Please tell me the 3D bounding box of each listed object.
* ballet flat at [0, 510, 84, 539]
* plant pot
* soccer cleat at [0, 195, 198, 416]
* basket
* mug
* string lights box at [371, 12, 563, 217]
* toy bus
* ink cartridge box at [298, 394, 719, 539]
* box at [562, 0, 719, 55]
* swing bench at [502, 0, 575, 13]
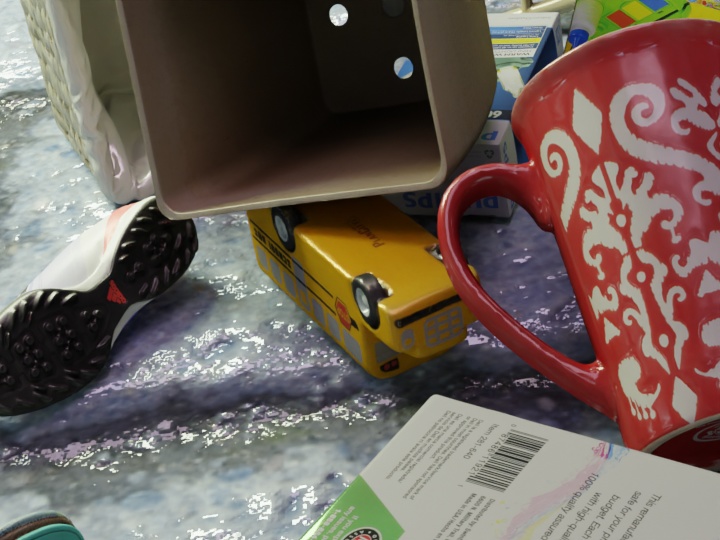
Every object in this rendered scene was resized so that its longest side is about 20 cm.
[{"bbox_3d":[-0.209,0.182,0.784,0.074,0.075,0.200,8,35,27],"label":"ballet flat"},{"bbox_3d":[-0.017,-0.156,1.034,0.198,0.202,0.177,-6,11,28],"label":"plant pot"},{"bbox_3d":[-0.182,0.025,1.041,0.073,0.069,0.200,-13,26,45],"label":"soccer cleat"},{"bbox_3d":[-0.146,-0.189,1.234,0.199,0.200,0.161,-23,30,-19],"label":"basket"},{"bbox_3d":[0.148,0.001,0.859,0.177,0.133,0.202,-27,64,29],"label":"mug"},{"bbox_3d":[0.076,-0.112,1.173,0.102,0.059,0.200,1,33,19],"label":"string lights box"},{"bbox_3d":[0.000,0.000,0.999,0.065,0.079,0.200,-22,33,-20],"label":"toy bus"},{"bbox_3d":[0.083,0.148,0.735,0.199,0.085,0.145,13,39,33],"label":"ink cartridge box"},{"bbox_3d":[0.234,-0.121,0.993,0.198,0.122,0.194,10,80,29],"label":"box"},{"bbox_3d":[0.225,-0.293,1.352,0.198,0.131,0.199,4,34,21],"label":"swing bench"}]
